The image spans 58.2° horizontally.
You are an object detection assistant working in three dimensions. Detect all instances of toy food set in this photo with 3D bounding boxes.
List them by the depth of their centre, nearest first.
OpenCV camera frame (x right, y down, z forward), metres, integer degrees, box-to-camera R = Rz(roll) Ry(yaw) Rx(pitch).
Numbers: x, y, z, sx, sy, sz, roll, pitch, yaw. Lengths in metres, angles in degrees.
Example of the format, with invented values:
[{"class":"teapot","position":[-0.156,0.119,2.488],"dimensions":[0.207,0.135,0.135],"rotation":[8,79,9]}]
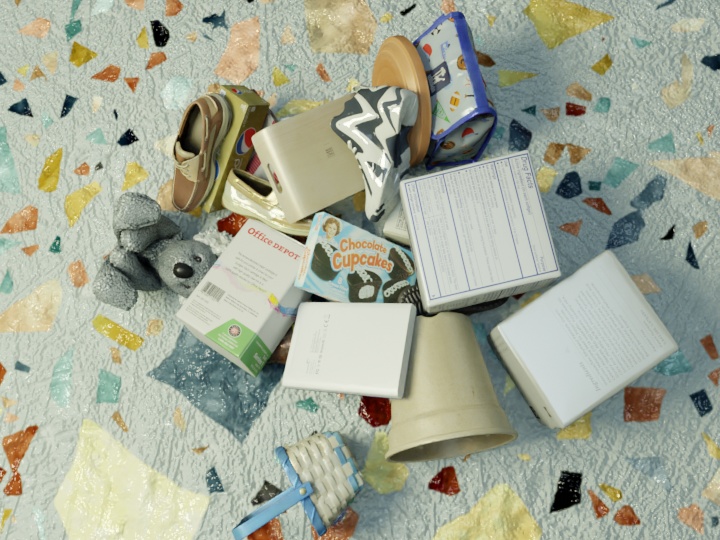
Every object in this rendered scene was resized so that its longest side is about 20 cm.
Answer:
[{"class":"toy food set","position":[-0.057,-0.180,1.027],"dimensions":[0.196,0.060,0.147],"rotation":[-27,97,-20]}]

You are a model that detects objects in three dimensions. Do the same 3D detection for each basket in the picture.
[{"class":"basket","position":[-0.095,0.329,0.958],"dimensions":[0.196,0.177,0.142],"rotation":[-26,81,-10]}]

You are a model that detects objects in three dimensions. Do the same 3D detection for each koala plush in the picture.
[{"class":"koala plush","position":[-0.313,-0.017,1.076],"dimensions":[0.195,0.184,0.183],"rotation":[17,90,-12]}]

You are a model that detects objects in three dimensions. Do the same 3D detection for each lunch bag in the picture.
[{"class":"lunch bag","position":[0.143,-0.278,1.023],"dimensions":[0.120,0.200,0.175],"rotation":[-12,79,-9]}]

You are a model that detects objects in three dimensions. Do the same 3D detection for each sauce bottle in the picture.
[{"class":"sauce bottle","position":[-0.096,0.114,1.054],"dimensions":[0.194,0.066,0.068],"rotation":[-16,78,2]}]

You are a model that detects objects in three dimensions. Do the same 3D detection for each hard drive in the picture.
[{"class":"hard drive","position":[-0.018,0.114,0.960],"dimensions":[0.195,0.025,0.136],"rotation":[-1,66,30]}]

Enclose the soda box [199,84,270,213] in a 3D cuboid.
[{"class":"soda box","position":[-0.225,-0.202,1.082],"dimensions":[0.063,0.067,0.203],"rotation":[35,116,14]}]

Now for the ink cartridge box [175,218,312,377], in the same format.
[{"class":"ink cartridge box","position":[-0.172,0.039,1.033],"dimensions":[0.142,0.085,0.202],"rotation":[26,70,25]}]

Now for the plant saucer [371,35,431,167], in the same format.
[{"class":"plant saucer","position":[0.059,-0.268,1.040],"dimensions":[0.031,0.200,0.206],"rotation":[-12,77,-17]}]

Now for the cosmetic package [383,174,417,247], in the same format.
[{"class":"cosmetic package","position":[0.143,-0.078,1.050],"dimensions":[0.194,0.087,0.106],"rotation":[16,83,8]}]

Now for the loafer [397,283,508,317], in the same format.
[{"class":"loafer","position":[0.144,0.040,1.036],"dimensions":[0.194,0.071,0.075],"rotation":[-8,77,-15]}]

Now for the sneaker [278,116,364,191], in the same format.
[{"class":"sneaker","position":[-0.073,-0.190,1.102],"dimensions":[0.193,0.076,0.117],"rotation":[8,78,5]}]

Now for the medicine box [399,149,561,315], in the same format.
[{"class":"medicine box","position":[0.170,-0.051,0.945],"dimensions":[0.194,0.103,0.188],"rotation":[-13,78,3]}]

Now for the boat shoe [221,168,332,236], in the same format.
[{"class":"boat shoe","position":[-0.133,-0.111,1.048],"dimensions":[0.194,0.074,0.068],"rotation":[17,118,6]}]

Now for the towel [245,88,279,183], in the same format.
[{"class":"towel","position":[-0.168,-0.186,1.106],"dimensions":[0.201,0.023,0.144],"rotation":[51,120,11]}]

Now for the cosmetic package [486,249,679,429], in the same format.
[{"class":"cosmetic package","position":[0.315,0.107,0.956],"dimensions":[0.197,0.165,0.167],"rotation":[-32,77,-2]}]

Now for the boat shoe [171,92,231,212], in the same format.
[{"class":"boat shoe","position":[-0.270,-0.185,1.028],"dimensions":[0.075,0.071,0.204],"rotation":[30,115,17]}]

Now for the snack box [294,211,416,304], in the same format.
[{"class":"snack box","position":[0.000,0.000,1.022],"dimensions":[0.196,0.037,0.120],"rotation":[22,80,-29]}]

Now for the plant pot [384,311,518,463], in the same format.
[{"class":"plant pot","position":[0.120,0.172,0.968],"dimensions":[0.194,0.201,0.189],"rotation":[-10,67,5]}]

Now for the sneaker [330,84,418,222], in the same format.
[{"class":"sneaker","position":[0.007,-0.186,0.988],"dimensions":[0.127,0.079,0.204],"rotation":[25,125,28]}]
